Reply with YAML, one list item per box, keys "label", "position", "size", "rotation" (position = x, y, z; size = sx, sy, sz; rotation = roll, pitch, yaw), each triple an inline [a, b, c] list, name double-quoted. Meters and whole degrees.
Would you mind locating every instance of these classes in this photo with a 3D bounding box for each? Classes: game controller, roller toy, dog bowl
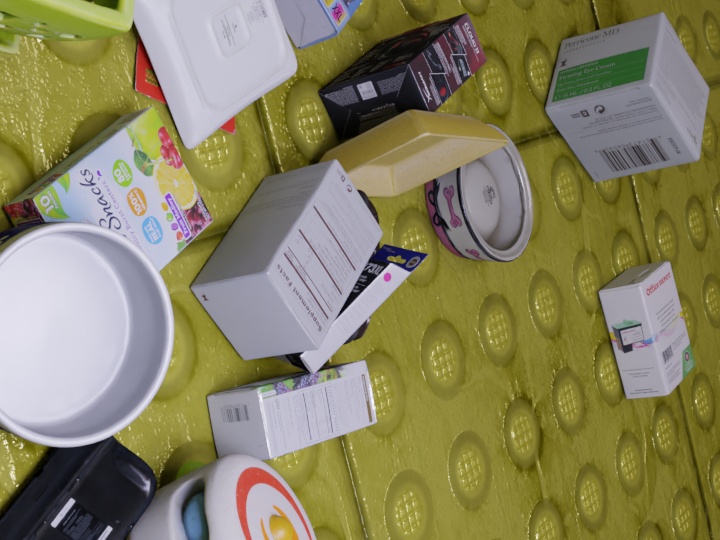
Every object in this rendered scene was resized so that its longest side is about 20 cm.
- label: "game controller"
  position: [-0.271, 0.233, 1.194]
  size: [0.104, 0.042, 0.200]
  rotation: [43, 46, -9]
- label: "roller toy"
  position: [-0.125, 0.283, 1.271]
  size: [0.201, 0.139, 0.182]
  rotation: [61, 18, 0]
- label: "dog bowl"
  position: [0.168, -0.105, 1.853]
  size: [0.200, 0.074, 0.201]
  rotation: [18, 67, -50]
- label: "dog bowl"
  position: [-0.275, 0.056, 1.172]
  size: [0.199, 0.079, 0.201]
  rotation: [-2, 93, -38]

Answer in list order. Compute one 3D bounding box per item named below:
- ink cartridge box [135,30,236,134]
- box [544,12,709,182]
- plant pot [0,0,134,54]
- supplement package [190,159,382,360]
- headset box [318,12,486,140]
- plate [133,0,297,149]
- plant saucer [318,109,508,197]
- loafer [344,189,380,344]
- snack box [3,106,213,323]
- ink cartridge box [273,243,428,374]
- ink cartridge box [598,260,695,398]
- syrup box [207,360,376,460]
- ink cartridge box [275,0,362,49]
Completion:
- label: "ink cartridge box"
  position: [-0.177, -0.275, 1.453]
  size: [0.162, 0.050, 0.201]
  rotation: [21, 63, -49]
- label: "box"
  position: [0.451, -0.287, 2.167]
  size: [0.200, 0.198, 0.172]
  rotation: [47, 47, -36]
- label: "plant pot"
  position: [-0.331, -0.307, 1.144]
  size: [0.199, 0.181, 0.201]
  rotation: [13, 72, -52]
- label: "supplement package"
  position: [-0.080, -0.013, 1.464]
  size: [0.118, 0.116, 0.200]
  rotation: [57, 43, -28]
- label: "headset box"
  position: [0.062, -0.258, 1.684]
  size: [0.200, 0.148, 0.075]
  rotation: [-48, 118, -47]
- label: "plate"
  position: [-0.154, -0.268, 1.439]
  size: [0.200, 0.032, 0.200]
  rotation: [-43, 125, -37]
- label: "plant saucer"
  position: [0.054, -0.149, 1.613]
  size: [0.200, 0.199, 0.049]
  rotation: [-4, 75, -54]
- label: "loafer"
  position: [0.000, 0.000, 1.603]
  size: [0.071, 0.073, 0.201]
  rotation: [31, 60, -47]
- label: "snack box"
  position: [-0.248, -0.057, 1.303]
  size: [0.200, 0.053, 0.143]
  rotation: [-49, 119, -46]
- label: "ink cartridge box"
  position: [-0.018, 0.032, 1.491]
  size: [0.200, 0.095, 0.037]
  rotation: [-43, 118, -19]
- label: "ink cartridge box"
  position: [0.498, 0.101, 2.235]
  size: [0.145, 0.084, 0.201]
  rotation: [-29, 105, -52]
- label: "syrup box"
  position: [-0.074, 0.158, 1.464]
  size: [0.200, 0.078, 0.082]
  rotation: [-11, 90, -53]
- label: "ink cartridge box"
  position: [-0.047, -0.397, 1.634]
  size: [0.137, 0.076, 0.200]
  rotation: [57, 41, -28]
